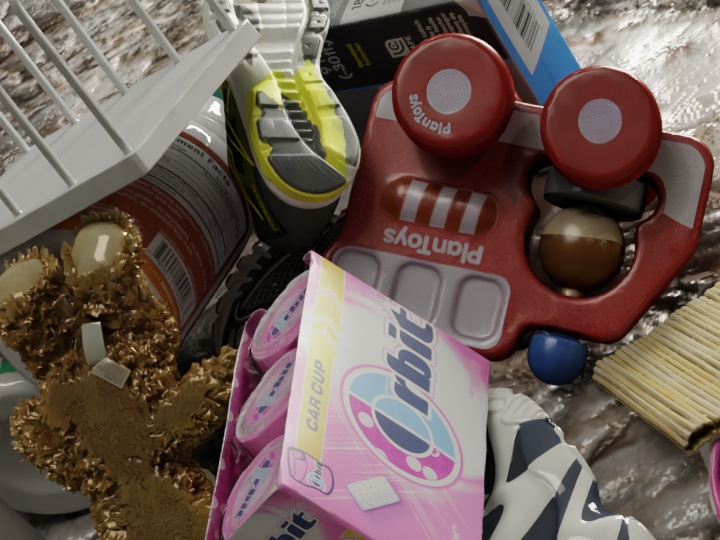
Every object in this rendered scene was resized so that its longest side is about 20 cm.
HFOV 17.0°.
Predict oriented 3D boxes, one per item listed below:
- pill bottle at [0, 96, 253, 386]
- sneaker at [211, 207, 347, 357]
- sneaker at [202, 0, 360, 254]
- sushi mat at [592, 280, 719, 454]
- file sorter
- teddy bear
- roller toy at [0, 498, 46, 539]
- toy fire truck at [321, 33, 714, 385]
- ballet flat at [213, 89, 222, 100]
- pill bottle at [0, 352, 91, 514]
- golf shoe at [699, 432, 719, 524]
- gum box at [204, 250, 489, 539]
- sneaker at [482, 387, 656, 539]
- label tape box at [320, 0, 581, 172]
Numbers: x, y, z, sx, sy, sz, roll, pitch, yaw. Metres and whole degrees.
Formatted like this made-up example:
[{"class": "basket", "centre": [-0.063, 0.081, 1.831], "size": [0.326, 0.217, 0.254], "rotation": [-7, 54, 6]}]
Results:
[{"class": "pill bottle", "centre": [-0.128, -0.020, 1.389], "size": [0.112, 0.113, 0.200], "rotation": [-12, 26, 27]}, {"class": "sneaker", "centre": [0.000, 0.000, 1.398], "size": [0.200, 0.081, 0.075], "rotation": [-39, 39, -8]}, {"class": "sneaker", "centre": [-0.055, -0.094, 1.365], "size": [0.074, 0.085, 0.201], "rotation": [3, 47, -16]}, {"class": "sushi mat", "centre": [0.175, 0.043, 1.199], "size": [0.095, 0.012, 0.200], "rotation": [-34, 10, -2]}, {"class": "file sorter", "centre": [-0.184, -0.101, 1.303], "size": [0.199, 0.125, 0.139], "rotation": [-26, 19, 40]}, {"class": "teddy bear", "centre": [-0.123, 0.068, 1.260], "size": [0.145, 0.067, 0.200], "rotation": [-42, 78, 13]}, {"class": "roller toy", "centre": [-0.228, 0.214, 1.281], "size": [0.182, 0.140, 0.200], "rotation": [-36, 29, 13]}, {"class": "toy fire truck", "centre": [0.086, -0.028, 1.323], "size": [0.199, 0.112, 0.169], "rotation": [13, 84, 10]}, {"class": "ballet flat", "centre": [-0.125, -0.089, 1.583], "size": [0.200, 0.068, 0.075], "rotation": [-32, 11, 36]}, {"class": "pill bottle", "centre": [-0.185, 0.040, 1.467], "size": [0.113, 0.113, 0.201], "rotation": [-20, 39, 18]}, {"class": "golf shoe", "centre": [0.196, 0.091, 1.134], "size": [0.075, 0.092, 0.200], "rotation": [-27, 34, 10]}, {"class": "gum box", "centre": [-0.003, 0.087, 1.161], "size": [0.066, 0.113, 0.200], "rotation": [-47, 19, 29]}, {"class": "sneaker", "centre": [0.063, 0.145, 1.183], "size": [0.129, 0.080, 0.199], "rotation": [-31, 45, -10]}, {"class": "label tape box", "centre": [0.024, -0.117, 1.459], "size": [0.199, 0.144, 0.064], "rotation": [-8, 45, 32]}]
